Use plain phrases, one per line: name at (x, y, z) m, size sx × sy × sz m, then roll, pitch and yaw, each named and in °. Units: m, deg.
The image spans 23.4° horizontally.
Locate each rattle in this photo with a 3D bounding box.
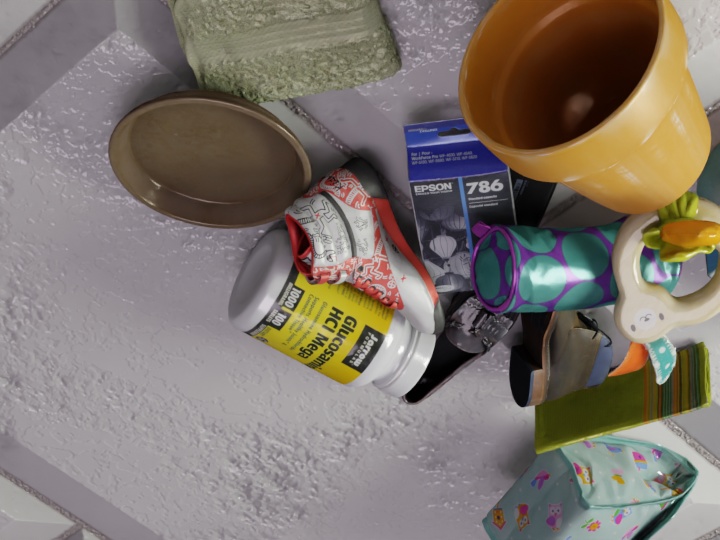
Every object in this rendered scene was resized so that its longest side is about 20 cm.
rattle at (0.287, 0.037, 1.600) m, size 0.129 × 0.143 × 0.201 m, roll 19°, pitch 107°, yaw -20°

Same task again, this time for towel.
towel at (-0.071, -0.218, 1.597) m, size 0.199 × 0.037 × 0.149 m, roll -8°, pitch 132°, yaw 14°
towel at (0.276, 0.136, 1.847) m, size 0.199 × 0.086 × 0.018 m, roll -19°, pitch 128°, yaw 23°

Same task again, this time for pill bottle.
pill bottle at (-0.027, 0.049, 1.786) m, size 0.199 × 0.113 × 0.112 m, roll 28°, pitch 130°, yaw -19°

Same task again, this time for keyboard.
keyboard at (0.128, -0.086, 1.707) m, size 0.126 × 0.021 × 0.201 m, roll 10°, pitch 132°, yaw -10°

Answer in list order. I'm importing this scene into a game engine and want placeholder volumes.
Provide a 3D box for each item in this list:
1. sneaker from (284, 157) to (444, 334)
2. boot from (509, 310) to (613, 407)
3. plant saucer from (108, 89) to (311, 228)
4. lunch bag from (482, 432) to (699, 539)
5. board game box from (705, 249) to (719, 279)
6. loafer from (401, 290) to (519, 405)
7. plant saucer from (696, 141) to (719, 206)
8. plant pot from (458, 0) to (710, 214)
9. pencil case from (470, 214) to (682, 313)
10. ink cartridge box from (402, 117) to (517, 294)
sneaker at (-0.001, -0.001, 1.717) m, size 0.108 × 0.067 × 0.202 m, roll -34°, pitch 112°, yaw -18°
boot at (0.218, 0.051, 1.808) m, size 0.096 × 0.075 × 0.201 m, roll -6°, pitch 129°, yaw -20°
plant saucer at (-0.144, -0.110, 1.687) m, size 0.198 × 0.030 × 0.201 m, roll 5°, pitch 146°, yaw 3°
lunch bag at (0.267, 0.270, 1.947) m, size 0.199 × 0.122 × 0.171 m, roll 5°, pitch 136°, yaw -36°
board game box at (0.467, -0.015, 1.660) m, size 0.195 × 0.056 × 0.200 m, roll 35°, pitch 127°, yaw -23°
loafer at (0.106, 0.075, 1.819) m, size 0.072 × 0.063 × 0.200 m, roll 32°, pitch 133°, yaw -11°
plant saucer at (0.426, -0.068, 1.678) m, size 0.198 × 0.036 × 0.201 m, roll 4°, pitch 132°, yaw 4°
plant pot at (0.216, -0.146, 1.540) m, size 0.199 × 0.201 × 0.183 m, roll -23°, pitch 142°, yaw 25°
pencil case at (0.208, -0.010, 1.682) m, size 0.199 × 0.093 × 0.085 m, roll -5°, pitch 162°, yaw -26°
ink cartridge box at (0.101, -0.061, 1.692) m, size 0.099 × 0.039 × 0.201 m, roll -7°, pitch 133°, yaw 7°
